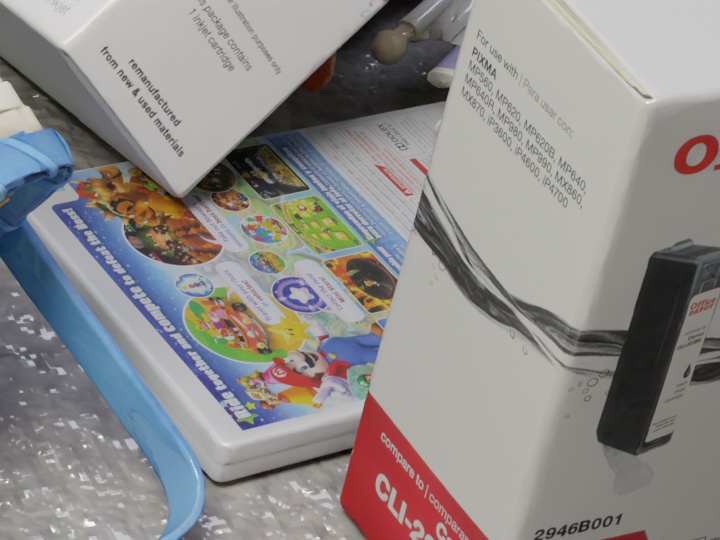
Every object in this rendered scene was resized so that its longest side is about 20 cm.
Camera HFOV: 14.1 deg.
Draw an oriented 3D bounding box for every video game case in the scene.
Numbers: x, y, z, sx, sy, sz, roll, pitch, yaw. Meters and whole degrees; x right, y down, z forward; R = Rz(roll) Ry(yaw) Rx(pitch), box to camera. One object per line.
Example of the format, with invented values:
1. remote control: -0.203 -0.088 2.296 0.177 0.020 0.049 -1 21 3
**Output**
1. video game case: 0.000 0.000 0.966 0.199 0.018 0.143 -12 43 -34

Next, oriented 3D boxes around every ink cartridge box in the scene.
1. ink cartridge box: 0.091 0.002 0.833 0.144 0.201 0.084 -10 40 -31
2. ink cartridge box: -0.044 -0.143 0.988 0.200 0.084 0.145 -44 43 -9

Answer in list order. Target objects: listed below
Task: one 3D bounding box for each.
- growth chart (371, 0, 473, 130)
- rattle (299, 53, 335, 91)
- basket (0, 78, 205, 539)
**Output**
1. growth chart: 0.097 -0.071 1.027 0.144 0.018 0.200 -36 48 -23
2. rattle: -0.029 -0.158 1.113 0.142 0.130 0.200 26 57 11
3. basket: -0.149 0.017 0.797 0.176 0.139 0.201 -25 78 -46
